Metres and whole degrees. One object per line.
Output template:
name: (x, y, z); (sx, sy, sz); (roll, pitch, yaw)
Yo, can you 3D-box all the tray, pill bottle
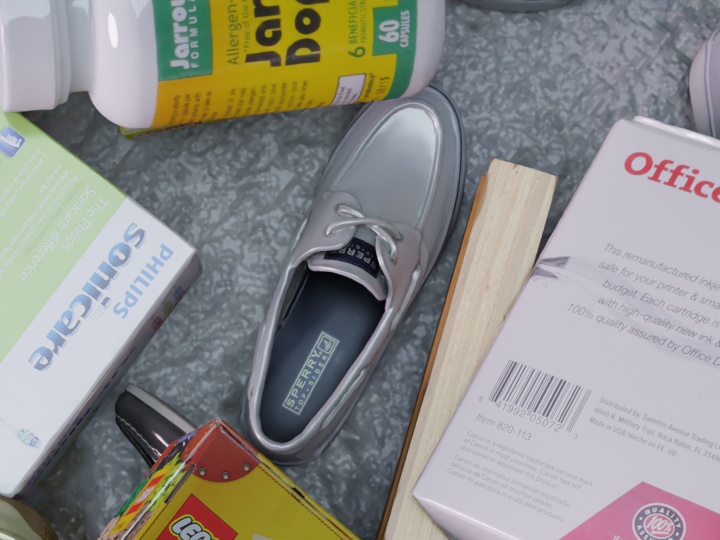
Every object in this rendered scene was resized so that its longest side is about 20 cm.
tray: (0.046, 0.054, 1.093); (0.037, 0.099, 0.201); (15, 84, 2)
pill bottle: (-0.070, -0.125, 1.064); (0.199, 0.113, 0.114); (-7, 85, -14)

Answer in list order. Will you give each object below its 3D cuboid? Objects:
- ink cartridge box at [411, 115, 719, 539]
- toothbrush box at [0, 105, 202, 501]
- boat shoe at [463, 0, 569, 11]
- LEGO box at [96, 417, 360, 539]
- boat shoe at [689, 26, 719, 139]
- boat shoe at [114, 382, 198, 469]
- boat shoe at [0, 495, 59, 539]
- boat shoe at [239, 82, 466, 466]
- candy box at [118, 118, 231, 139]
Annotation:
ink cartridge box: (0.138, 0.052, 1.005); (0.146, 0.083, 0.201); (21, 72, 32)
toothbrush box: (-0.196, -0.008, 1.099); (0.200, 0.086, 0.146); (36, 84, 3)
boat shoe: (0.132, -0.177, 1.134); (0.199, 0.064, 0.071); (-13, 85, -3)
LEGO box: (-0.040, 0.187, 0.995); (0.200, 0.077, 0.149); (42, 67, -8)
boat shoe: (0.208, -0.037, 1.094); (0.071, 0.069, 0.201); (5, 63, -17)
boat shoe: (-0.051, 0.137, 1.099); (0.200, 0.067, 0.057); (43, 80, -1)
boat shoe: (-0.237, 0.137, 1.065); (0.199, 0.074, 0.063); (-3, 47, 20)
boat shoe: (0.000, 0.000, 1.113); (0.073, 0.065, 0.201); (19, 85, 1)
candy box: (-0.087, -0.172, 1.147); (0.101, 0.026, 0.201); (-11, 85, -4)
